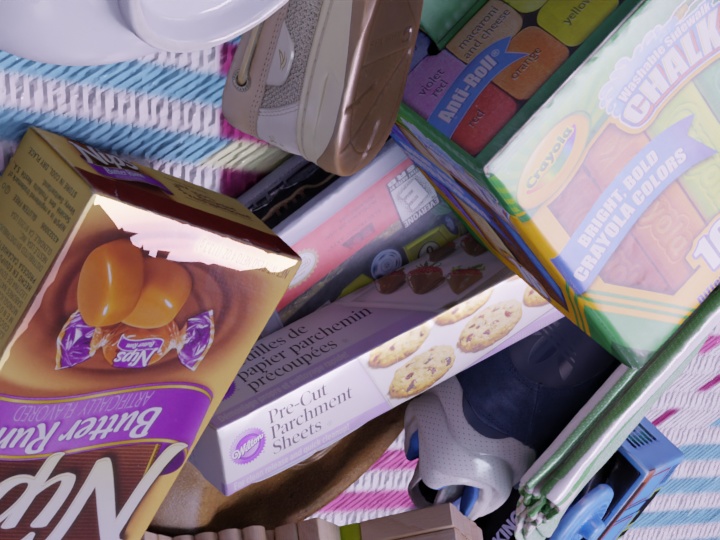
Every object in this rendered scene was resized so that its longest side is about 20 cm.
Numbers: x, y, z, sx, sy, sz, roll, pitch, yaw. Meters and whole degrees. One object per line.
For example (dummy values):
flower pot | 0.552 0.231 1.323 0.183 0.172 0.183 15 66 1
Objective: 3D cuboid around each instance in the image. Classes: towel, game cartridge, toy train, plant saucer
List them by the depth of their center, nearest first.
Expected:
game cartridge | 0.000 0.000 1.285 0.200 0.041 0.133 -38 140 -13
plant saucer | -0.029 0.067 1.390 0.200 0.035 0.201 -34 154 -19
towel | 0.127 0.065 1.406 0.153 0.023 0.200 -49 172 -7
toy train | 0.089 0.151 1.647 0.200 0.087 0.114 -55 159 23

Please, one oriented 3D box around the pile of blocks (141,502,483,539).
pile of blocks | -0.036 0.156 1.382 0.199 0.062 0.082 -4 160 -8

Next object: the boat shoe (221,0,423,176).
boat shoe | -0.005 -0.137 1.065 0.072 0.065 0.201 -22 129 -60

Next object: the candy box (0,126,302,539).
candy box | -0.121 0.055 1.143 0.116 0.056 0.201 18 108 -46

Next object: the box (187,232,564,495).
box | 0.013 0.030 1.262 0.199 0.039 0.042 -26 131 -24

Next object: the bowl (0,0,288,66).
bowl | -0.063 -0.134 0.957 0.201 0.090 0.201 -34 154 -19

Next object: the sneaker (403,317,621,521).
sneaker | 0.073 0.052 1.433 0.146 0.081 0.200 -46 178 7

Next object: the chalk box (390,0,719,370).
chalk box | 0.076 -0.080 1.173 0.125 0.124 0.200 -46 138 -3
